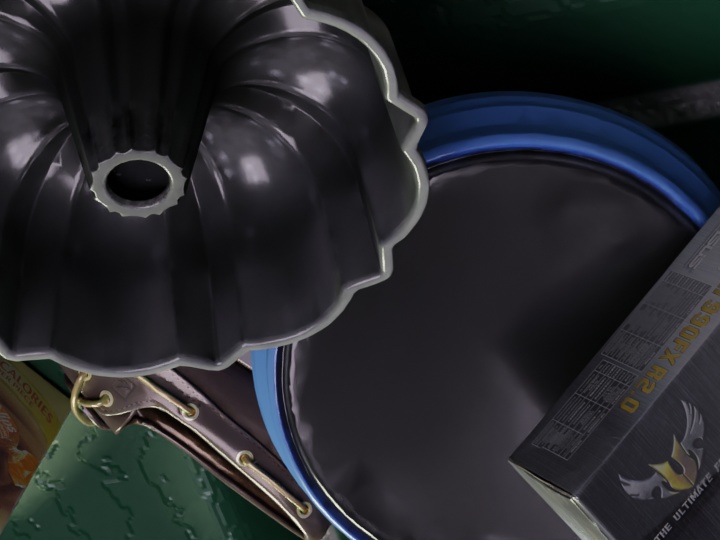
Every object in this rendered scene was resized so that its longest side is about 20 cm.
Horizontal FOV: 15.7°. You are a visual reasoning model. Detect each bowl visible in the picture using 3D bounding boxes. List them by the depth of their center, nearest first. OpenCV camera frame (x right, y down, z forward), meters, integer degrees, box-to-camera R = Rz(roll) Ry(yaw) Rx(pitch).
[{"bbox_3d":[0.058,0.032,0.997,0.200,0.039,0.201,-1,112,-2],"label":"bowl"}]

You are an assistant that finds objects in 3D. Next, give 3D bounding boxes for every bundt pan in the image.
[{"bbox_3d":[-0.077,-0.056,0.902,0.201,0.076,0.202,-2,138,-2],"label":"bundt pan"}]

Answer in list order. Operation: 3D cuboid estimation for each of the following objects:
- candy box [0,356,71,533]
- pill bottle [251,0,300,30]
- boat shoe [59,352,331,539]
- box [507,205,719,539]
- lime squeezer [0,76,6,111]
[{"bbox_3d":[-0.233,0.044,1.144,0.200,0.116,0.055,39,124,-10],"label":"candy box"},{"bbox_3d":[-0.105,-0.153,0.974,0.199,0.114,0.114,11,125,11],"label":"pill bottle"},{"bbox_3d":[-0.089,0.046,1.122,0.199,0.060,0.072,30,163,-6],"label":"boat shoe"},{"bbox_3d":[0.172,0.049,0.969,0.158,0.200,0.048,47,168,-30],"label":"box"},{"bbox_3d":[-0.125,-0.092,0.948,0.070,0.038,0.200,-19,140,-3],"label":"lime squeezer"}]
